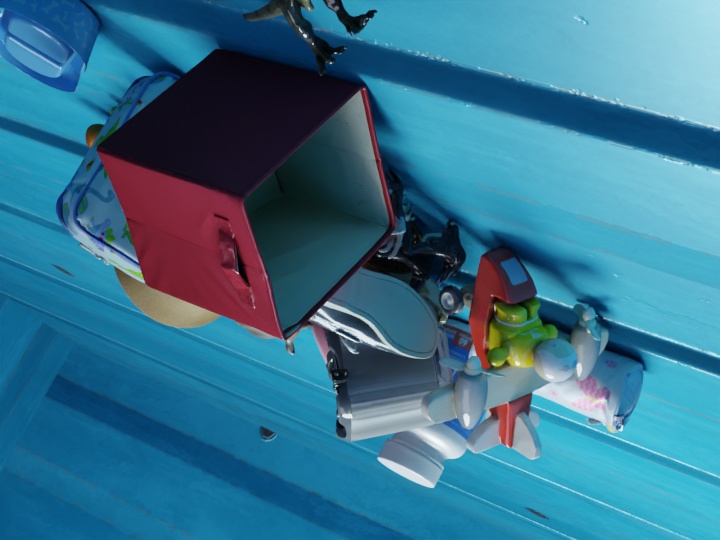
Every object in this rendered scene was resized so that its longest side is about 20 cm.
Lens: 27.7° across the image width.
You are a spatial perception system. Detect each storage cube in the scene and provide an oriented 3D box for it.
[{"bbox_3d":[-0.099,-0.074,1.330,0.180,0.200,0.171,19,140,33],"label":"storage cube"}]

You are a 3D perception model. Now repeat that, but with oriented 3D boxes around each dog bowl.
[{"bbox_3d":[-0.326,-0.245,1.508,0.111,0.050,0.200,31,167,-12],"label":"dog bowl"}]

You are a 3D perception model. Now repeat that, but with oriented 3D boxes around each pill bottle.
[{"bbox_3d":[0.103,0.172,1.871,0.112,0.200,0.112,26,166,7],"label":"pill bottle"}]

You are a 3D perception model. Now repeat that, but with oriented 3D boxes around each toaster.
[{"bbox_3d":[0.030,0.117,1.600,0.129,0.114,0.200,-9,162,-3],"label":"toaster"}]

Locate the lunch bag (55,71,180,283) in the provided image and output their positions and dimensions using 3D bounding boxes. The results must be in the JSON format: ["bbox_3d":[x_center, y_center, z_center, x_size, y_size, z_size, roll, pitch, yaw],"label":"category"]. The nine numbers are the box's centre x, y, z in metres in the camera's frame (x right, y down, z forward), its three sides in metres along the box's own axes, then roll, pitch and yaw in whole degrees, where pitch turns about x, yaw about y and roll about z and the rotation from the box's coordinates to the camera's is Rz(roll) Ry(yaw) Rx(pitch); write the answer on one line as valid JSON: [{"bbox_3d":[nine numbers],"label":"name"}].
[{"bbox_3d":[-0.206,-0.090,1.518,0.161,0.200,0.082,33,166,-24],"label":"lunch bag"}]

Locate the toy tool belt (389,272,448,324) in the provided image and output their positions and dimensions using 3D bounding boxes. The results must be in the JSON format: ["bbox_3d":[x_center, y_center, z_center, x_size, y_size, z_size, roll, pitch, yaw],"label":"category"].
[{"bbox_3d":[0.048,0.027,1.698,0.125,0.123,0.200,-15,155,22],"label":"toy tool belt"}]

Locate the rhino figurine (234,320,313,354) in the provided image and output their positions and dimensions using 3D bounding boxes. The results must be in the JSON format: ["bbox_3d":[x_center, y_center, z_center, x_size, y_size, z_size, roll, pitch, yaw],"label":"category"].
[{"bbox_3d":[-0.112,0.045,1.652,0.087,0.060,0.200,26,170,28],"label":"rhino figurine"}]

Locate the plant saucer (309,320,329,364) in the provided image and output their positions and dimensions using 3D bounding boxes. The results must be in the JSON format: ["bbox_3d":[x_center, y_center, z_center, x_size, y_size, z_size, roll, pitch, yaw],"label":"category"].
[{"bbox_3d":[0.003,0.066,1.788,0.051,0.201,0.201,-23,141,21],"label":"plant saucer"}]

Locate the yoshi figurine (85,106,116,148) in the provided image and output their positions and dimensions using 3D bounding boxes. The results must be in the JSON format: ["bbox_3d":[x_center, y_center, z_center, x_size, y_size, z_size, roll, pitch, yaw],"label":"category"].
[{"bbox_3d":[-0.265,-0.127,1.709,0.200,0.112,0.112,8,149,48],"label":"yoshi figurine"}]

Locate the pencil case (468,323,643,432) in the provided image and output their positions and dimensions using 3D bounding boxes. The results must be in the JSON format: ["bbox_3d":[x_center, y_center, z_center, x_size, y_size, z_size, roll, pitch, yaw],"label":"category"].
[{"bbox_3d":[0.224,0.113,1.669,0.200,0.083,0.091,23,144,23],"label":"pencil case"}]

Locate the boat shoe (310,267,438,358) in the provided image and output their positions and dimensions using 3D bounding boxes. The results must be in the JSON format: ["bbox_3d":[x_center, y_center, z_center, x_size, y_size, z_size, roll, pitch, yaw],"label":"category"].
[{"bbox_3d":[-0.004,0.040,1.460,0.200,0.075,0.062,24,152,-39],"label":"boat shoe"}]

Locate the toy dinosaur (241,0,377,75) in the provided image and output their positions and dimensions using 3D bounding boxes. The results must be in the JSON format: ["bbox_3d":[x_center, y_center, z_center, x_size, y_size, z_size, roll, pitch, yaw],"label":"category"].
[{"bbox_3d":[-0.041,-0.203,1.120,0.088,0.047,0.200,44,166,-3],"label":"toy dinosaur"}]

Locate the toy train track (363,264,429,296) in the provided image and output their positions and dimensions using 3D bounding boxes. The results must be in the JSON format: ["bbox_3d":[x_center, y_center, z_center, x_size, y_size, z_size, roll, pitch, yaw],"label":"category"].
[{"bbox_3d":[0.000,0.000,1.583,0.115,0.033,0.200,-3,-132,-39],"label":"toy train track"}]

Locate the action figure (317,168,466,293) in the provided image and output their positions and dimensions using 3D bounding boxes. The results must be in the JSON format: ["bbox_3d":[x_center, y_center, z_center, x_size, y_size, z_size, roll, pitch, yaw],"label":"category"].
[{"bbox_3d":[0.011,-0.047,1.466,0.200,0.102,0.119,35,150,-27],"label":"action figure"}]

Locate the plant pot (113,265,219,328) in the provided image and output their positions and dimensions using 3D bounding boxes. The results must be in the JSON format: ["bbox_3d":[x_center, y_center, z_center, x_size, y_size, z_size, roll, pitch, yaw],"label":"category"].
[{"bbox_3d":[-0.169,-0.040,1.737,0.186,0.187,0.200,34,150,-25],"label":"plant pot"}]

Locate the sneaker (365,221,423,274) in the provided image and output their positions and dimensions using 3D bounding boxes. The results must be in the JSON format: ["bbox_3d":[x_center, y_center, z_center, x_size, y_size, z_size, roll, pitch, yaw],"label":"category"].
[{"bbox_3d":[-0.017,-0.067,1.564,0.200,0.070,0.076,30,-167,-20],"label":"sneaker"}]

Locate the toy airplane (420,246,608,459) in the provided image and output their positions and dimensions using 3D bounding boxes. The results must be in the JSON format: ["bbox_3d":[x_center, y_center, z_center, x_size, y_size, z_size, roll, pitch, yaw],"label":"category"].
[{"bbox_3d":[0.165,0.101,1.498,0.199,0.200,0.141,38,159,-33],"label":"toy airplane"}]
